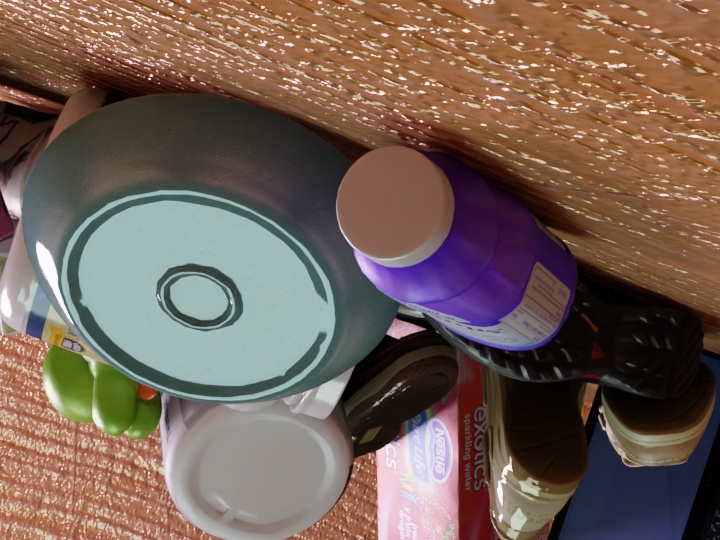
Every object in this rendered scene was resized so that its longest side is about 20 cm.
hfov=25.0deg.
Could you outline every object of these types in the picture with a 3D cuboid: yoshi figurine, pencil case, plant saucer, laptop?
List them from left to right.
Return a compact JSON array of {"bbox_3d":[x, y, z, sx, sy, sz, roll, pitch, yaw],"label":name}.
[{"bbox_3d":[-0.270,-0.092,1.119,0.198,0.079,0.089,20,-147,28],"label":"pencil case"},{"bbox_3d":[-0.167,0.012,1.044,0.111,0.203,0.112,2,160,-9],"label":"yoshi figurine"},{"bbox_3d":[-0.077,0.004,0.810,0.197,0.036,0.202,5,133,6],"label":"plant saucer"},{"bbox_3d":[0.210,0.134,1.108,0.102,0.179,0.200,19,178,2],"label":"laptop"}]

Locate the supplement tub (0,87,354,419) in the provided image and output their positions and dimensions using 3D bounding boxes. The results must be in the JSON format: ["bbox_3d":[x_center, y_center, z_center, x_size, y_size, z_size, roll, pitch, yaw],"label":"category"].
[{"bbox_3d":[-0.093,-0.005,0.928,0.198,0.146,0.144,20,177,-7],"label":"supplement tub"}]

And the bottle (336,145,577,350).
[{"bbox_3d":[0.043,-0.010,0.737,0.083,0.066,0.200,20,177,20],"label":"bottle"}]

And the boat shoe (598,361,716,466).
[{"bbox_3d":[0.189,0.090,1.036,0.073,0.067,0.200,-3,-167,8],"label":"boat shoe"}]

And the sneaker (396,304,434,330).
[{"bbox_3d":[0.000,0.000,1.083,0.198,0.074,0.112,17,175,27],"label":"sneaker"}]

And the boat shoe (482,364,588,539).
[{"bbox_3d":[0.107,0.084,1.013,0.072,0.064,0.202,17,-146,-7],"label":"boat shoe"}]

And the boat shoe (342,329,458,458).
[{"bbox_3d":[0.005,0.071,1.116,0.074,0.076,0.202,-12,163,-25],"label":"boat shoe"}]

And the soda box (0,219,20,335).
[{"bbox_3d":[-0.242,-0.037,1.172,0.063,0.069,0.200,-9,-148,-14],"label":"soda box"}]

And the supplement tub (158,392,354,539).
[{"bbox_3d":[-0.077,0.074,1.082,0.121,0.123,0.201,21,-155,-23],"label":"supplement tub"}]

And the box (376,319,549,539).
[{"bbox_3d":[0.076,0.112,1.201,0.099,0.203,0.095,-13,-161,-38],"label":"box"}]

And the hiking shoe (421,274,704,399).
[{"bbox_3d":[0.102,0.031,0.958,0.198,0.077,0.100,21,173,-27],"label":"hiking shoe"}]

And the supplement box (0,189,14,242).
[{"bbox_3d":[-0.323,-0.077,1.013,0.103,0.132,0.199,-31,-148,-35],"label":"supplement box"}]
